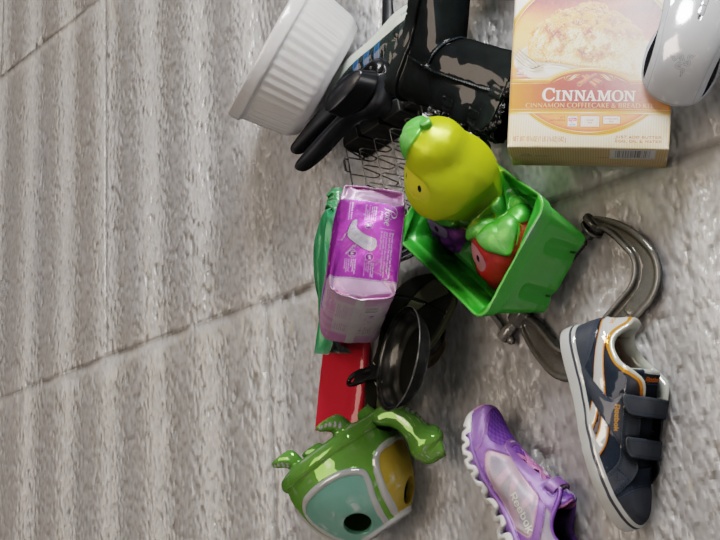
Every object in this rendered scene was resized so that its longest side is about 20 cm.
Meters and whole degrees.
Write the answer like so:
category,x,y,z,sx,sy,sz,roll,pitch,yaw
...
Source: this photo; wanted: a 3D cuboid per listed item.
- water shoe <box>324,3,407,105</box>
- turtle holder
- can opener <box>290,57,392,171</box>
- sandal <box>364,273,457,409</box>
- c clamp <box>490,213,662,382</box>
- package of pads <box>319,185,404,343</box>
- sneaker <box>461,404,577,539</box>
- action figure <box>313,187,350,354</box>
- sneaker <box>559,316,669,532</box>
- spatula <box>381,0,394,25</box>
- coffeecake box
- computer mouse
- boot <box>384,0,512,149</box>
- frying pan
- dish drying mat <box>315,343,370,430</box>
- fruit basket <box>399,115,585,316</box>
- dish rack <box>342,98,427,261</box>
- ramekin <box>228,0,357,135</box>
category,x,y,z,sx,sy,sz,roll,pitch,yaw
water shoe,0.029,-0.239,1.334,0.200,0.071,0.079,-48,53,29
turtle holder,0.008,0.227,1.226,0.185,0.141,0.132,-33,76,-5
can opener,-0.028,-0.191,1.323,0.200,0.078,0.064,-38,47,47
sandal,0.061,0.085,1.246,0.080,0.057,0.202,48,130,35
c clamp,0.212,0.019,1.118,0.200,0.027,0.171,-49,50,28
package of pads,0.000,0.000,1.167,0.200,0.075,0.121,105,171,-72
sneaker,0.170,0.222,1.087,0.088,0.080,0.201,-34,63,29
action figure,-0.031,-0.001,1.313,0.118,0.054,0.201,177,95,-78
sneaker,0.249,0.138,1.016,0.079,0.078,0.201,-23,71,32
spatula,0.027,-0.371,1.400,0.056,0.020,0.201,-33,61,52
coffeecake box,0.228,-0.208,1.070,0.153,0.073,0.201,2,81,13
computer mouse,0.320,-0.248,0.999,0.109,0.044,0.201,19,84,9
boot,0.121,-0.245,1.193,0.162,0.073,0.199,30,109,32
frying pan,0.032,0.119,1.194,0.190,0.031,0.115,121,156,-44
dish drying mat,-0.016,0.101,1.346,0.077,0.018,0.201,-1,79,45
fruit basket,0.103,-0.063,1.105,0.216,0.215,0.156,41,109,43
dish rack,0.050,-0.108,1.299,0.153,0.054,0.201,-28,64,41
ramekin,-0.082,-0.265,1.387,0.203,0.094,0.202,-57,10,16
